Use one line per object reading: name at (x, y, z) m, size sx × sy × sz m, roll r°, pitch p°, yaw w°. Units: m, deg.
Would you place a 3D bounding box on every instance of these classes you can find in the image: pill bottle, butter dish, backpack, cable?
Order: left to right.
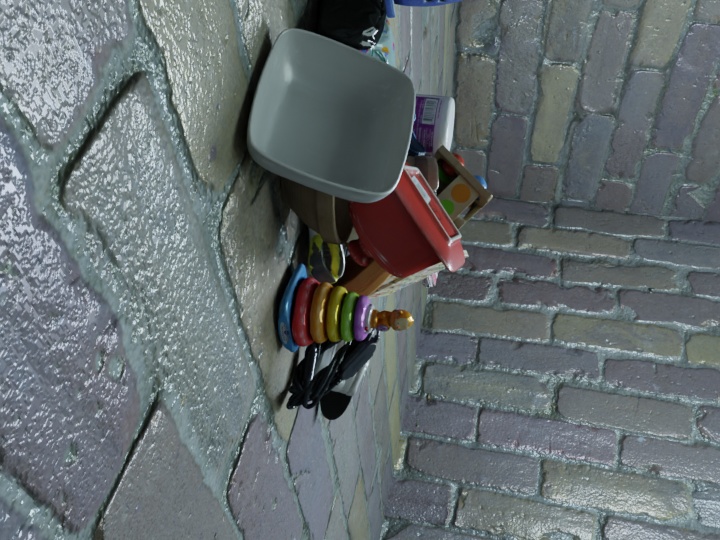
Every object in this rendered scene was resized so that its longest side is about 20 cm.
cable at (-0.056, 0.143, 1.206) m, size 0.200 × 0.051 × 0.163 m, roll -47°, pitch -157°, yaw -6°
backpack at (-0.009, -0.315, 1.122) m, size 0.200 × 0.126 × 0.167 m, roll 89°, pitch 10°, yaw -52°
butter dish at (0.047, -0.060, 1.089) m, size 0.200 × 0.148 × 0.200 m, roll 58°, pitch 15°, yaw 2°
pill bottle at (0.067, -0.270, 1.357) m, size 0.112 × 0.199 × 0.113 m, roll 8°, pitch 90°, yaw -79°

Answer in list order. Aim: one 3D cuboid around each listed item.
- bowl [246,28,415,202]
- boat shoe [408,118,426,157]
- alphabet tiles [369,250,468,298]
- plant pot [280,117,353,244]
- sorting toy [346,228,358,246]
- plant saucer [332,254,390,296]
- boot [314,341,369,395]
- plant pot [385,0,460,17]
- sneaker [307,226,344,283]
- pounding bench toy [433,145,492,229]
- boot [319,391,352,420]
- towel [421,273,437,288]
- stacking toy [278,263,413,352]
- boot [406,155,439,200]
bowl at (-0.040, -0.182, 0.928) m, size 0.075 × 0.199 × 0.201 m, roll 133°, pitch -27°, yaw -61°
boat shoe at (0.037, -0.258, 1.253) m, size 0.084 × 0.200 × 0.069 m, roll -23°, pitch 151°, yaw -57°
alphabet tiles at (0.098, 0.010, 1.369) m, size 0.195 × 0.200 × 0.015 m, roll -8°, pitch 73°, yaw -57°
plant pot at (-0.057, -0.142, 1.072) m, size 0.201 × 0.092 × 0.202 m, roll 8°, pitch 90°, yaw -80°
sorting toy at (-0.012, -0.117, 1.350) m, size 0.180 × 0.106 × 0.201 m, roll 81°, pitch 19°, yaw -79°
plant saucer at (0.000, 0.000, 1.341) m, size 0.037 × 0.200 × 0.200 m, roll 49°, pitch 29°, yaw -14°
boot at (-0.024, 0.134, 1.384) m, size 0.074 × 0.095 × 0.201 m, roll -32°, pitch -144°, yaw 61°
plant pot at (0.066, -0.518, 1.120) m, size 0.200 × 0.179 × 0.201 m, roll 67°, pitch 0°, yaw -71°
sneaker at (-0.060, -0.082, 1.208) m, size 0.085 × 0.074 × 0.201 m, roll -132°, pitch -133°, yaw -78°
pounding bench toy at (0.136, -0.117, 1.337) m, size 0.156 × 0.124 × 0.200 m, roll -44°, pitch 176°, yaw -5°
boot at (-0.043, 0.228, 1.560) m, size 0.200 × 0.068 × 0.189 m, roll 88°, pitch 4°, yaw -73°
towel at (0.152, -0.077, 1.525) m, size 0.146 × 0.030 × 0.201 m, roll 64°, pitch 38°, yaw -68°
stacking toy at (-0.018, 0.070, 1.131) m, size 0.110 × 0.199 × 0.116 m, roll -72°, pitch 164°, yaw -46°
boot at (0.052, -0.161, 1.202) m, size 0.070 × 0.146 × 0.201 m, roll -86°, pitch 164°, yaw -83°
